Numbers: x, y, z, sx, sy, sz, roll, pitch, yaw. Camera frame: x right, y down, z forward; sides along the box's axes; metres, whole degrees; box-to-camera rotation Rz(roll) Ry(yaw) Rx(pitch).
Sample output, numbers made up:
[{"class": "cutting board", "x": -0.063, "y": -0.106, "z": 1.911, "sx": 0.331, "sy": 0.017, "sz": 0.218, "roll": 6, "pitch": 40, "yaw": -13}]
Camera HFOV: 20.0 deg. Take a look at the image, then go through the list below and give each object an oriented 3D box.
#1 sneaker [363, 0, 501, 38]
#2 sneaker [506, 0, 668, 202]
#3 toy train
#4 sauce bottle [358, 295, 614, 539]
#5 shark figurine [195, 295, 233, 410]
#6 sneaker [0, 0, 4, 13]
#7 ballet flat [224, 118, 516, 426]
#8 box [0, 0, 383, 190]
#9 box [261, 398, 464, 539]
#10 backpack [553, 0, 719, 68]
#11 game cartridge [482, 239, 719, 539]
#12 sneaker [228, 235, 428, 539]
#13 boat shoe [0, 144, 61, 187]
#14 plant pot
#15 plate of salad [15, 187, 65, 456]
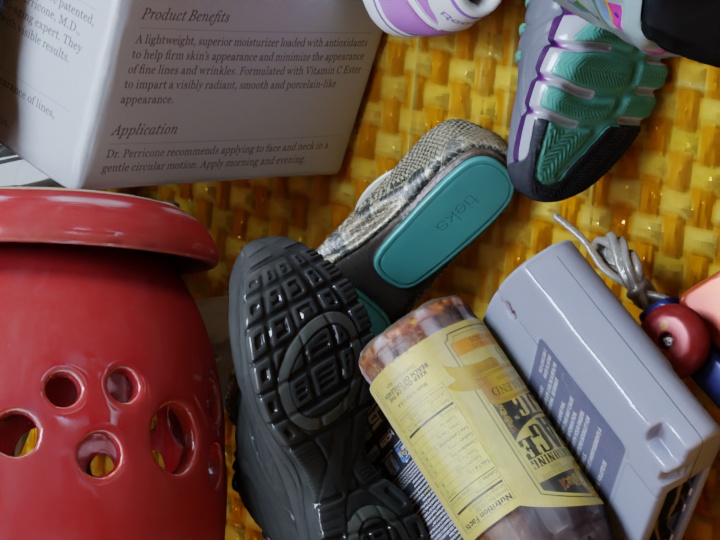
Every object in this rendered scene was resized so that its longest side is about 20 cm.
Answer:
[{"class": "sneaker", "x": 0.035, "y": -0.218, "z": 1.011, "sx": 0.114, "sy": 0.073, "sz": 0.201, "roll": 4, "pitch": 110, "yaw": 68}, {"class": "sneaker", "x": 0.107, "y": -0.135, "z": 0.988, "sx": 0.087, "sy": 0.074, "sz": 0.200, "roll": 33, "pitch": 105, "yaw": 46}, {"class": "toy train", "x": 0.181, "y": 0.001, "z": 0.926, "sx": 0.116, "sy": 0.085, "sz": 0.200, "roll": -51, "pitch": 62, "yaw": 22}, {"class": "sauce bottle", "x": 0.074, "y": 0.107, "z": 0.935, "sx": 0.066, "sy": 0.066, "sz": 0.200, "roll": -44, "pitch": 73, "yaw": 36}, {"class": "shark figurine", "x": -0.063, "y": 0.056, "z": 1.167, "sx": 0.214, "sy": 0.128, "sz": 0.090, "roll": -1, "pitch": 129, "yaw": 17}, {"class": "sneaker", "x": -0.260, "y": -0.110, "z": 1.037, "sx": 0.202, "sy": 0.077, "sz": 0.147, "roll": 13, "pitch": 101, "yaw": 40}, {"class": "ballet flat", "x": 0.000, "y": 0.000, "z": 1.065, "sx": 0.200, "sy": 0.068, "sz": 0.075, "roll": -47, "pitch": 32, "yaw": 4}, {"class": "box", "x": -0.124, "y": -0.144, "z": 1.097, "sx": 0.200, "sy": 0.199, "sz": 0.131, "roll": 33, "pitch": 115, "yaw": 35}, {"class": "box", "x": 0.034, "y": 0.153, "z": 1.052, "sx": 0.161, "sy": 0.049, "sz": 0.200, "roll": 59, "pitch": 145, "yaw": 19}, {"class": "backpack", "x": 0.144, "y": -0.154, "z": 0.852, "sx": 0.126, "sy": 0.200, "sz": 0.167, "roll": 26, "pitch": 113, "yaw": 33}, {"class": "game cartridge", "x": 0.104, "y": 0.076, "z": 0.967, "sx": 0.133, "sy": 0.041, "sz": 0.200, "roll": 50, "pitch": 158, "yaw": 24}, {"class": "sneaker", "x": -0.033, "y": 0.082, "z": 1.001, "sx": 0.091, "sy": 0.076, "sz": 0.200, "roll": -2, "pitch": 103, "yaw": 53}, {"class": "boat shoe", "x": -0.211, "y": -0.082, "z": 1.270, "sx": 0.200, "sy": 0.071, "sz": 0.064, "roll": -4, "pitch": 94, "yaw": 44}, {"class": "plant pot", "x": -0.166, "y": 0.056, "z": 1.018, "sx": 0.200, "sy": 0.200, "sz": 0.183, "roll": -5, "pitch": 83, "yaw": 42}, {"class": "plate of salad", "x": -0.199, "y": 0.035, "z": 1.211, "sx": 0.048, "sy": 0.200, "sz": 0.200, "roll": 20, "pitch": 114, "yaw": -5}]
